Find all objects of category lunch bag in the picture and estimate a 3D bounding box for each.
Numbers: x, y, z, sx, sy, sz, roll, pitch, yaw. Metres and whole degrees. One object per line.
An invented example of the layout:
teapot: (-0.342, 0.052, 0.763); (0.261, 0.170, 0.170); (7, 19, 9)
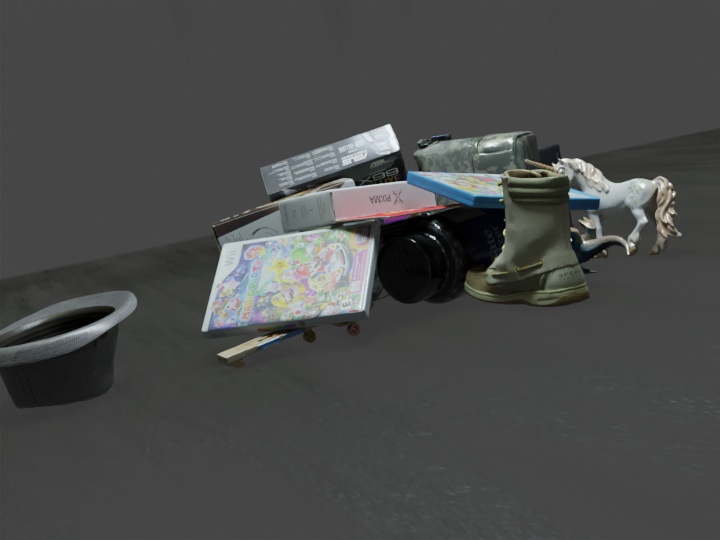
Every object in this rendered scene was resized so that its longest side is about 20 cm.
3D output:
lunch bag: (0.167, -0.095, 1.818); (0.167, 0.200, 0.139); (-7, 7, 20)

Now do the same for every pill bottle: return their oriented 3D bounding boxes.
pill bottle: (0.115, -0.021, 1.649); (0.112, 0.112, 0.200); (-5, 9, 42)

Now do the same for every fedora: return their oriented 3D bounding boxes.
fedora: (-0.331, 0.098, 1.453); (0.177, 0.090, 0.200); (-11, 13, 15)

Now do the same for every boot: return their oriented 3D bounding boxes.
boot: (0.182, -0.040, 1.504); (0.072, 0.155, 0.200); (-14, 8, -28)

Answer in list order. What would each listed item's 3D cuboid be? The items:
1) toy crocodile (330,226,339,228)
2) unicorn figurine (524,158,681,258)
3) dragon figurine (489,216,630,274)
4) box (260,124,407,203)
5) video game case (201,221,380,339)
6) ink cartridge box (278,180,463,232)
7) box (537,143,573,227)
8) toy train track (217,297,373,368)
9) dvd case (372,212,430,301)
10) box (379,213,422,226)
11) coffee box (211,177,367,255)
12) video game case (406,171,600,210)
toy crocodile: (-0.063, -0.003, 1.657); (0.200, 0.062, 0.067); (-36, 9, -31)
unicorn figurine: (0.327, -0.085, 1.708); (0.200, 0.138, 0.074); (-4, -1, 28)
dragon figurine: (0.247, -0.013, 1.562); (0.200, 0.100, 0.059); (13, 27, 37)
box: (-0.032, -0.127, 1.896); (0.200, 0.050, 0.158); (-18, -24, 0)
video game case: (-0.080, 0.011, 1.516); (0.200, 0.018, 0.143); (-8, 46, 18)
ink cartridge box: (0.029, -0.086, 1.612); (0.176, 0.045, 0.200); (-8, 2, 42)
box: (0.250, -0.115, 2.080); (0.104, 0.148, 0.200); (-8, 6, 31)
toy train track: (-0.070, 0.077, 1.491); (0.200, 0.033, 0.115); (-21, 18, -29)
dvd case: (0.000, 0.000, 1.666); (0.200, 0.022, 0.146); (-17, -33, -46)
box: (0.131, -0.067, 1.904); (0.200, 0.137, 0.039); (-12, 6, -9)
coffee box: (-0.098, -0.059, 1.776); (0.200, 0.080, 0.113); (-19, 7, -5)
video game case: (0.178, -0.100, 1.620); (0.200, 0.018, 0.143); (-1, 15, -33)
